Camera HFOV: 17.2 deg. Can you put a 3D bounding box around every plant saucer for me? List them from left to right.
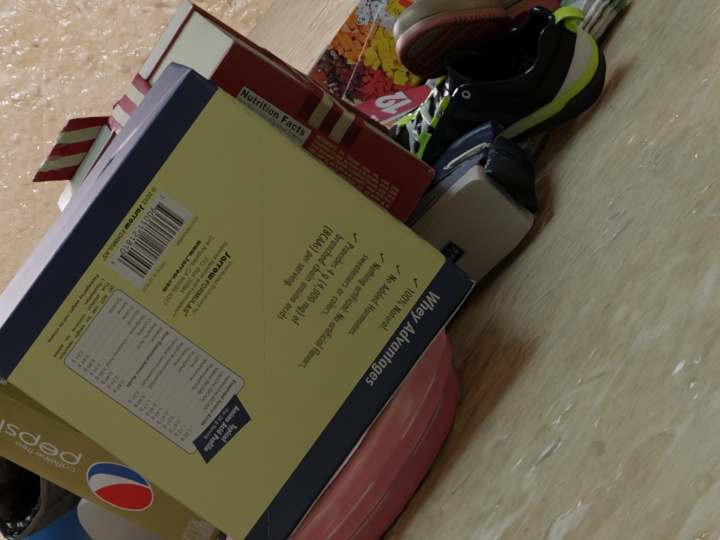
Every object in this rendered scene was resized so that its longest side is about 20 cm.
[{"bbox_3d":[-0.005,0.112,1.417,0.201,0.051,0.201,-51,13,16],"label":"plant saucer"}]

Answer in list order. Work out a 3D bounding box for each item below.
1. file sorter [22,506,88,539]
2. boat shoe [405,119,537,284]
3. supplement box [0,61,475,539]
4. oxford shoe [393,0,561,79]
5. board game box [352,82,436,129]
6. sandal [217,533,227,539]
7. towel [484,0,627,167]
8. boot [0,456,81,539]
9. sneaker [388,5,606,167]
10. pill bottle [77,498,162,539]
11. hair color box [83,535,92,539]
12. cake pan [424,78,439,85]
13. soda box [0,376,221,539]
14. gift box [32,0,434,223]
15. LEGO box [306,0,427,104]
[{"bbox_3d":[-0.248,0.133,1.860,0.200,0.122,0.139,-11,-63,-65],"label":"file sorter"},{"bbox_3d":[0.042,-0.012,1.542,0.200,0.075,0.093,-40,17,26],"label":"boat shoe"},{"bbox_3d":[-0.080,0.020,1.354,0.200,0.199,0.134,-53,11,0],"label":"supplement box"},{"bbox_3d":[0.064,-0.180,1.603,0.070,0.075,0.200,-36,-7,26],"label":"oxford shoe"},{"bbox_3d":[-0.032,-0.073,1.672,0.199,0.030,0.096,-17,38,4],"label":"board game box"},{"bbox_3d":[-0.056,0.135,1.572,0.082,0.050,0.203,-23,29,37],"label":"sandal"},{"bbox_3d":[0.109,-0.105,1.673,0.201,0.031,0.149,-60,10,-19],"label":"towel"},{"bbox_3d":[-0.192,0.147,1.751,0.200,0.072,0.183,-46,-38,-52],"label":"boot"},{"bbox_3d":[0.067,-0.116,1.570,0.200,0.083,0.072,-32,45,18],"label":"sneaker"},{"bbox_3d":[-0.114,0.113,1.695,0.114,0.114,0.200,-37,21,56],"label":"pill bottle"},{"bbox_3d":[-0.225,0.293,1.755,0.099,0.061,0.200,-45,14,39],"label":"hair color box"},{"bbox_3d":[0.105,-0.187,1.789,0.201,0.037,0.200,-55,-1,-1],"label":"cake pan"},{"bbox_3d":[-0.165,0.098,1.489,0.064,0.199,0.068,-58,5,48],"label":"soda box"},{"bbox_3d":[-0.091,-0.049,1.519,0.200,0.184,0.187,-52,20,4],"label":"gift box"},{"bbox_3d":[0.024,-0.163,1.915,0.149,0.077,0.200,-55,-5,-6],"label":"LEGO box"}]
